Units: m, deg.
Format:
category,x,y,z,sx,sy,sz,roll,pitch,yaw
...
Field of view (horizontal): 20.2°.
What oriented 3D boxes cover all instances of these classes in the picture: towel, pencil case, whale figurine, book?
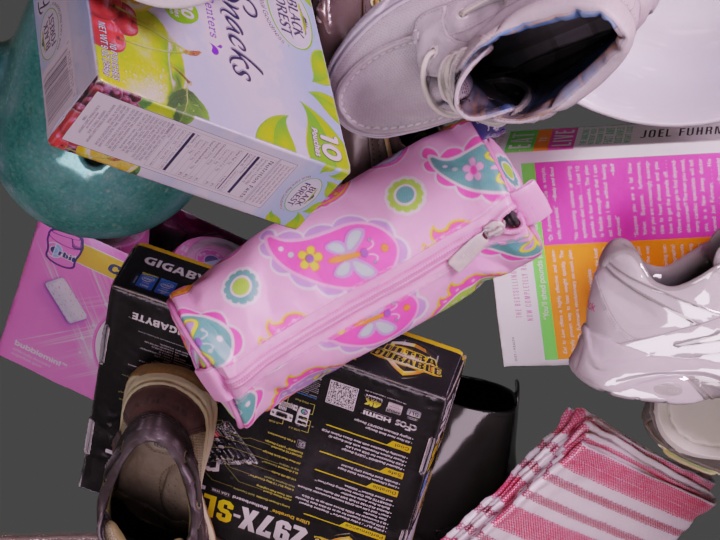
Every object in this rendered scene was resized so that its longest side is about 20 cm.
category,x,y,z,sx,sy,sz,roll,pitch,yaw
towel,0.101,0.168,1.191,0.200,0.030,0.146,-44,137,18
pencil case,0.000,0.000,1.053,0.199,0.087,0.088,-29,113,-2
whale figurine,-0.144,-0.113,1.103,0.158,0.104,0.201,-1,111,-3
book,0.171,-0.016,1.109,0.199,0.048,0.134,-1,120,16

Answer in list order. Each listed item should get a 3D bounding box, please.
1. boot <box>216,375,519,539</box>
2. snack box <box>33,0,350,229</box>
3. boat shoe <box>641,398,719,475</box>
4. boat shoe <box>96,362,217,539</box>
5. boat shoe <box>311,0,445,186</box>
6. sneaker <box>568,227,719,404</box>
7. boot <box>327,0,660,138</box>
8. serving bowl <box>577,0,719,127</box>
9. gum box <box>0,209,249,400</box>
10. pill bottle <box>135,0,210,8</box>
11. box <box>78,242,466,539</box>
category,x,y,z,sx,sy,sz,roll,pitch,yaw
boot,0.004,0.119,1.238,0.199,0.078,0.139,2,117,3
snack box,-0.089,-0.125,1.000,0.142,0.201,0.053,19,131,-33
boat shoe,0.258,0.092,1.140,0.201,0.072,0.060,10,168,-4
boat shoe,-0.121,0.144,1.149,0.073,0.065,0.201,11,127,10
boat shoe,0.017,-0.071,1.107,0.059,0.072,0.201,-6,113,24
sneaker,0.213,0.024,1.060,0.199,0.078,0.100,5,104,0
boot,0.052,-0.103,0.983,0.199,0.096,0.074,-26,110,33
serving bowl,0.152,-0.174,0.998,0.199,0.066,0.201,10,126,14
gum box,-0.105,0.035,1.212,0.199,0.066,0.114,25,126,1
pill bottle,-0.064,-0.207,0.965,0.109,0.200,0.110,8,123,13
box,-0.054,0.086,1.158,0.199,0.049,0.160,18,129,6
